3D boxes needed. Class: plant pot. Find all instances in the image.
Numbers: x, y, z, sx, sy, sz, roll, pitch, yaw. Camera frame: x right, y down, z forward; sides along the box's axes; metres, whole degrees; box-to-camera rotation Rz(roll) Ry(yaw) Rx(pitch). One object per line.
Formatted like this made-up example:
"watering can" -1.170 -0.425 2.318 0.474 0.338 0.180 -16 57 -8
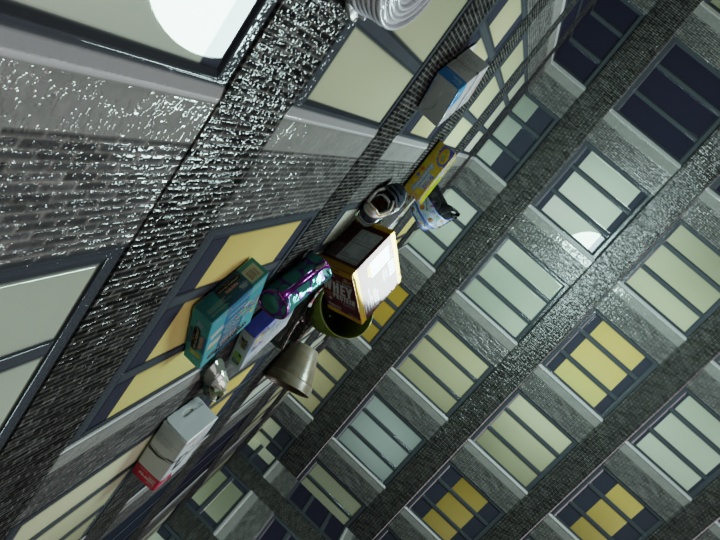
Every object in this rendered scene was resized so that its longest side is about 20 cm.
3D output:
"plant pot" -0.085 0.132 1.912 0.187 0.188 0.199 -46 -169 -28
"plant pot" -0.254 0.379 2.365 0.200 0.197 0.176 111 4 -72

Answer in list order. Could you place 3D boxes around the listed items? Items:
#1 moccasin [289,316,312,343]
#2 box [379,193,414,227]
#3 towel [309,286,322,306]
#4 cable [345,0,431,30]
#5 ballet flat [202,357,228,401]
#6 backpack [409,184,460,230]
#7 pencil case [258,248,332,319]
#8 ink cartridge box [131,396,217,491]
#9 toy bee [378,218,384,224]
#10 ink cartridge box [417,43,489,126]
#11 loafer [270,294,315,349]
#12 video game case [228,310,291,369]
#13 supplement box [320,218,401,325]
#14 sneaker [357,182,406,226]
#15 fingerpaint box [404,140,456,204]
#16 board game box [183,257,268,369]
"moccasin" -0.176 0.168 2.092 0.203 0.073 0.078 -53 -175 1
"box" 0.129 -0.209 2.175 0.200 0.039 0.042 -48 172 -15
"towel" -0.170 0.110 1.976 0.201 0.023 0.144 -50 177 4
"cable" 0.059 -0.364 0.650 0.201 0.069 0.200 -50 174 4
"ballet flat" -0.354 0.275 1.495 0.067 0.063 0.201 -45 172 -31
"backpack" 0.282 -0.253 2.420 0.153 0.202 0.190 -37 174 18
"pencil case" -0.151 0.033 1.419 0.092 0.086 0.200 -33 -173 43
"ink cartridge box" -0.474 0.442 1.539 0.201 0.083 0.145 -52 173 24
"toy bee" 0.035 -0.084 1.927 0.108 0.131 0.202 -15 -137 49
"ink cartridge box" 0.227 -0.436 1.406 0.200 0.068 0.116 -46 173 -38
"loafer" -0.203 0.157 1.864 0.201 0.063 0.072 -49 176 -9
"video game case" -0.248 0.145 1.571 0.200 0.045 0.182 -45 173 -41
"supplement box" 0.000 0.000 1.708 0.200 0.131 0.200 -45 142 -31
"sneaker" 0.076 -0.198 1.692 0.200 0.078 0.079 -43 177 -37
"fingerpaint box" 0.239 -0.334 2.062 0.201 0.073 0.167 -51 174 9
"board game box" -0.258 0.084 1.138 0.151 0.047 0.201 -45 172 -37
